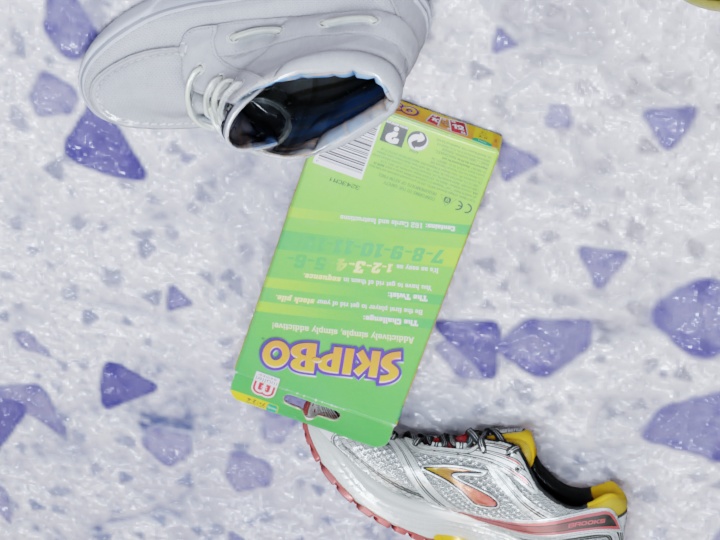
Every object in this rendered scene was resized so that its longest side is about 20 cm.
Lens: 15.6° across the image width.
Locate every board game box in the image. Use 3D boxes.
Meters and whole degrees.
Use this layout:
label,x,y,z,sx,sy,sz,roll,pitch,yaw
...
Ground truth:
label,x,y,z,sx,sy,sz,roll,pitch,yaw
board game box,0.000,0.000,1.422,0.095,0.030,0.200,19,117,-1

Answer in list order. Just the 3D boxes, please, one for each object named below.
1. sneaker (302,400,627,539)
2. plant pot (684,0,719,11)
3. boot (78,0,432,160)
label,x,y,z,sx,sy,sz,roll,pitch,yaw
sneaker,0.060,0.115,1.499,0.200,0.078,0.082,25,102,-1
plant pot,0.233,-0.195,1.148,0.142,0.200,0.200,11,134,-29
boot,-0.064,-0.096,1.337,0.200,0.096,0.074,-14,123,23
